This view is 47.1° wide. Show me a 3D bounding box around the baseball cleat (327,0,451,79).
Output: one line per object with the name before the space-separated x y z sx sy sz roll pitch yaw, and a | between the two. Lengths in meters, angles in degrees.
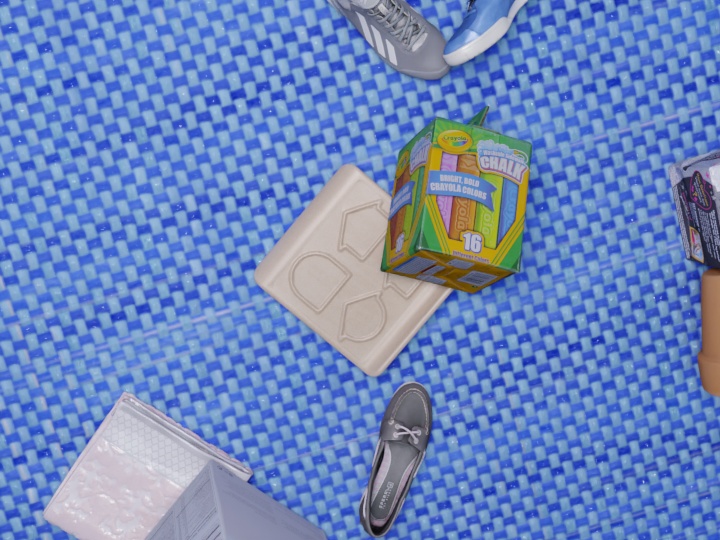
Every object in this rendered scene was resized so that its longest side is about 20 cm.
baseball cleat | 0.026 -0.288 0.942 0.200 0.106 0.070 35 95 -8

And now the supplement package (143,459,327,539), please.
supplement package | -0.134 0.364 0.953 0.191 0.200 0.147 38 93 -21

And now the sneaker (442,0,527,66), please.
sneaker | 0.141 -0.335 0.945 0.200 0.077 0.111 -47 111 -8

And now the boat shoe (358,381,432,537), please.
boat shoe | 0.048 0.242 1.042 0.067 0.057 0.201 17 96 -7

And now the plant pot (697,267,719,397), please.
plant pot | 0.496 0.055 0.986 0.199 0.200 0.141 -15 92 -2

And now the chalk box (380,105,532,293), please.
chalk box | 0.111 -0.092 0.946 0.124 0.125 0.201 12 73 -15

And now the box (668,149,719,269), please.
box | 0.502 -0.093 1.003 0.199 0.115 0.133 -15 99 -3

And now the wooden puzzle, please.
wooden puzzle | 0.000 0.000 1.014 0.200 0.046 0.185 40 93 -4

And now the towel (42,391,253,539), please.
towel | -0.264 0.281 1.037 0.200 0.032 0.191 33 94 -7
